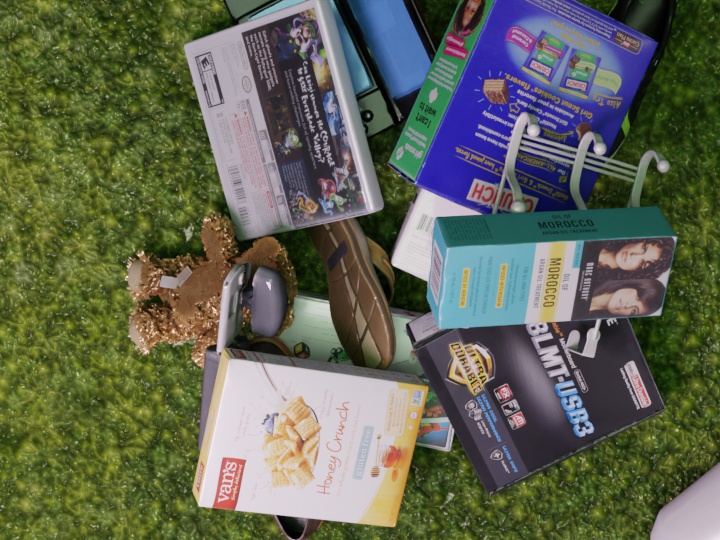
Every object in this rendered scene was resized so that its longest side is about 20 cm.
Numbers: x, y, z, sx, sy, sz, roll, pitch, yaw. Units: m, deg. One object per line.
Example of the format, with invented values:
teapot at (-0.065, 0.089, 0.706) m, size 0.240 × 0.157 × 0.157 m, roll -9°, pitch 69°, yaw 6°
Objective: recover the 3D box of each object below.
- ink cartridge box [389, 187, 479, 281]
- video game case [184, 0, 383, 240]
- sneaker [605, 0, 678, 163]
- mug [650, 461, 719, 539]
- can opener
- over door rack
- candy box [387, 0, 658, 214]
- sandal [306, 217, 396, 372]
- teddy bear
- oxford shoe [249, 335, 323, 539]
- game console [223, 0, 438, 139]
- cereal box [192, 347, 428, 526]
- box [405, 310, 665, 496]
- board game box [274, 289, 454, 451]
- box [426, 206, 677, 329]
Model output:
ink cartridge box at (0.118, -0.079, 1.359) m, size 0.115 × 0.068 × 0.202 m, roll 23°, pitch 99°, yaw -3°
video game case at (-0.075, -0.140, 1.341) m, size 0.180 × 0.023 × 0.203 m, roll -10°, pitch 98°, yaw 40°
sneaker at (0.243, -0.195, 1.329) m, size 0.071 × 0.083 × 0.203 m, roll 20°, pitch 99°, yaw 1°
mug at (0.375, 0.270, 1.359) m, size 0.152 × 0.149 × 0.188 m, roll -33°, pitch 88°, yaw 15°
can opener at (-0.109, 0.087, 1.312) m, size 0.066 × 0.053 × 0.203 m, roll 15°, pitch 117°, yaw 16°
over door rack at (0.176, -0.021, 1.229) m, size 0.146 × 0.067 × 0.203 m, roll 13°, pitch 106°, yaw -21°
candy box at (0.144, -0.147, 1.254) m, size 0.167 × 0.077 × 0.202 m, roll 21°, pitch 99°, yaw -23°
sandal at (0.000, 0.000, 1.365) m, size 0.053 × 0.080 × 0.202 m, roll -6°, pitch 68°, yaw -34°
teddy bear at (-0.147, 0.022, 1.380) m, size 0.198 × 0.067 × 0.147 m, roll -26°, pitch 66°, yaw 18°
oxford shoe at (-0.074, 0.163, 1.368) m, size 0.070 × 0.073 × 0.203 m, roll -15°, pitch 94°, yaw 8°
game console at (-0.026, -0.218, 1.325) m, size 0.170 × 0.119 × 0.202 m, roll -25°, pitch 95°, yaw 6°
cereal box at (-0.046, 0.157, 1.309) m, size 0.197 × 0.040 × 0.146 m, roll 8°, pitch 102°, yaw -20°
box at (0.170, 0.093, 1.354) m, size 0.196 × 0.050 × 0.202 m, roll -25°, pitch 118°, yaw 4°
board game box at (0.005, 0.098, 1.408) m, size 0.197 × 0.035 × 0.128 m, roll 11°, pitch 99°, yaw 2°
box at (0.158, -0.002, 1.174) m, size 0.197 × 0.049 × 0.083 m, roll -3°, pitch 124°, yaw -10°
